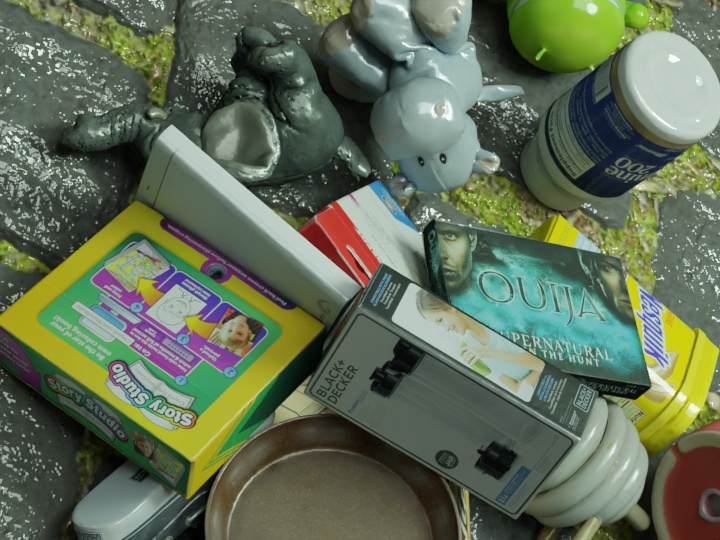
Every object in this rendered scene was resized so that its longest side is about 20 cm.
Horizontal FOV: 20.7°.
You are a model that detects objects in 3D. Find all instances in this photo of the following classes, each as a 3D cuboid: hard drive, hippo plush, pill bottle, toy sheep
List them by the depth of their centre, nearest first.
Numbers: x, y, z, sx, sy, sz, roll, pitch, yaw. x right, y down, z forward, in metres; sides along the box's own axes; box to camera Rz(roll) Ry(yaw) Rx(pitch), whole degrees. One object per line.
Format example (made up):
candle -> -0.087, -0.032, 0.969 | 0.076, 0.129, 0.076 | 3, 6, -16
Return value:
hard drive -> -0.097, -0.015, 1.598 | 0.200, 0.132, 0.027 | 40, 58, 6
toy sheep -> 0.183, 0.167, 1.720 | 0.200, 0.138, 0.138 | 45, 51, -26
hippo plush -> 0.043, -0.143, 1.762 | 0.200, 0.159, 0.161 | 55, 31, -51
pill bottle -> 0.236, -0.131, 1.842 | 0.111, 0.200, 0.111 | 13, 62, -25

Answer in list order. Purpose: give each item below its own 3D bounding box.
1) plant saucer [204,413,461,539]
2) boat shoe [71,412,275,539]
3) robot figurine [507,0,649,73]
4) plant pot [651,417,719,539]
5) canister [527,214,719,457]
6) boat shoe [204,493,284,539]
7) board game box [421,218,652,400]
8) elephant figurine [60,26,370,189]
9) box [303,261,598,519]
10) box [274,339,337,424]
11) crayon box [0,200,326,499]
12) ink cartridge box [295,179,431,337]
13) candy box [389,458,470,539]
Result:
plant saucer -> -0.022, 0.206, 1.531 | 0.200, 0.035, 0.201 | 4, 58, -7
boat shoe -> -0.140, 0.171, 1.560 | 0.200, 0.072, 0.068 | -40, 129, -36
robot figurine -> 0.202, -0.283, 1.946 | 0.175, 0.116, 0.200 | 13, 62, -24
plant pot -> 0.367, 0.202, 1.750 | 0.177, 0.200, 0.201 | -3, 69, -41
canister -> 0.221, 0.056, 1.801 | 0.200, 0.087, 0.149 | 40, 33, -6
boat shoe -> -0.110, 0.258, 1.538 | 0.074, 0.060, 0.200 | 39, 53, -7
board game box -> 0.149, 0.033, 1.678 | 0.200, 0.028, 0.136 | 10, 54, -30
elephant figurine -> -0.122, -0.102, 1.677 | 0.200, 0.155, 0.142 | -43, 136, -27
box -> 0.069, 0.095, 1.538 | 0.200, 0.117, 0.060 | 32, 43, -2
box -> -0.075, 0.076, 1.670 | 0.163, 0.021, 0.200 | -35, 87, -38
crayon box -> -0.158, 0.058, 1.559 | 0.200, 0.058, 0.173 | 33, 54, 17
ink cartridge box -> 0.000, 0.000, 1.662 | 0.116, 0.067, 0.200 | 54, 19, 2
candy box -> 0.058, 0.165, 1.644 | 0.055, 0.115, 0.200 | -4, 66, 10
